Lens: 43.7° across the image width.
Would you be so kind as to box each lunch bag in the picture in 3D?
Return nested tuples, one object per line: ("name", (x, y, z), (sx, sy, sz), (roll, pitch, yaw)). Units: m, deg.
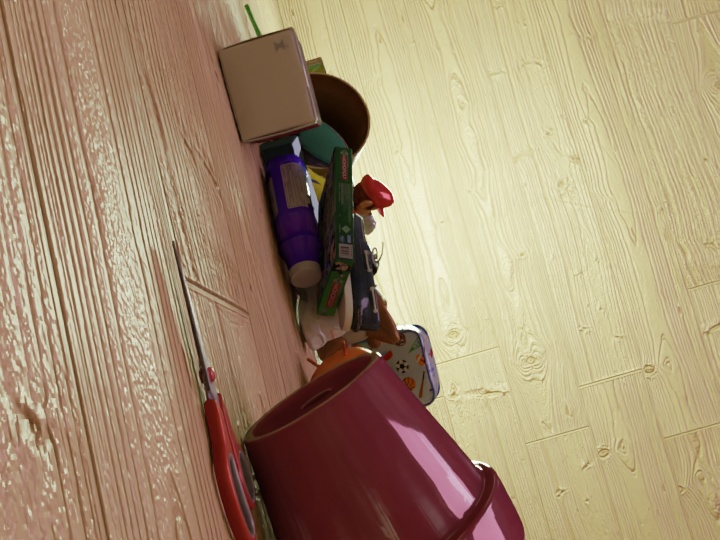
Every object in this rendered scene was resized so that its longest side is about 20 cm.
("lunch bag", (0.041, 0.191, 1.631), (0.076, 0.196, 0.164), (-32, 108, -74))

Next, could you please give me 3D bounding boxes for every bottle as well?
("bottle", (-0.095, -0.072, 1.317), (0.084, 0.064, 0.203), (83, -5, -57))

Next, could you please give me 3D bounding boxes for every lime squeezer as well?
("lime squeezer", (-0.203, -0.454, 1.878), (0.070, 0.038, 0.202), (40, -18, 31))

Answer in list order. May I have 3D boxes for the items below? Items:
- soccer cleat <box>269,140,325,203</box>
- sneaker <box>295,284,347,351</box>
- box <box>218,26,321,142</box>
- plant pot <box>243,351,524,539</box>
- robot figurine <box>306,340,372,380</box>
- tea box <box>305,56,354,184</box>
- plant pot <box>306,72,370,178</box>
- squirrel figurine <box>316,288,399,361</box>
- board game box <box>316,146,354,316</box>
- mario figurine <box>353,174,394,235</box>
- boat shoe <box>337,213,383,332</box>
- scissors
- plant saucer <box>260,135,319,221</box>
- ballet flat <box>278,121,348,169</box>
("soccer cleat", (-0.080, -0.133, 1.468), (0.202, 0.083, 0.065), (55, -6, -3))
("sneaker", (-0.051, 0.028, 1.370), (0.079, 0.097, 0.203), (74, 2, -53))
("box", (-0.123, -0.255, 1.270), (0.200, 0.106, 0.131), (-92, 167, -82))
("plant pot", (0.004, 0.175, 0.708), (0.181, 0.197, 0.200), (59, 3, -5))
("robot figurine", (0.007, 0.189, 1.204), (0.202, 0.115, 0.144), (57, -4, -6))
("tea box", (-0.103, -0.278, 1.808), (0.202, 0.130, 0.200), (74, 3, -48))
("plant pot", (-0.083, -0.218, 1.610), (0.201, 0.182, 0.190), (106, -28, -67))
("squirrel figurine", (-0.019, 0.043, 1.541), (0.187, 0.139, 0.204), (-47, 115, -79))
("board game box", (-0.038, -0.057, 1.297), (0.136, 0.028, 0.204), (110, -17, -53))
("mario figurine", (-0.027, -0.109, 1.744), (0.106, 0.195, 0.126), (67, 8, -74))
("boat shoe", (0.000, 0.000, 1.303), (0.076, 0.060, 0.203), (109, -16, -46))
("scissors", (-0.099, 0.083, 0.598), (0.073, 0.014, 0.205), (-91, 168, -77))
("plant saucer", (-0.102, -0.108, 1.424), (0.019, 0.068, 0.204), (-49, 125, -59))
("ballet flat", (-0.092, -0.215, 1.436), (0.199, 0.068, 0.068), (41, -21, 17))
